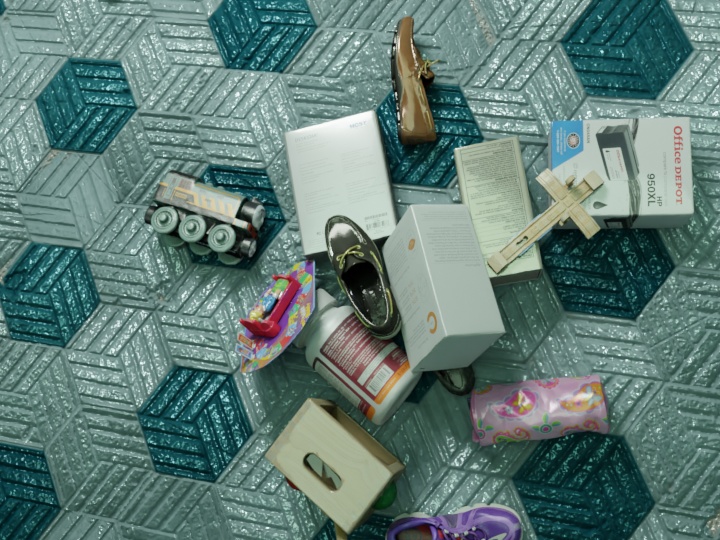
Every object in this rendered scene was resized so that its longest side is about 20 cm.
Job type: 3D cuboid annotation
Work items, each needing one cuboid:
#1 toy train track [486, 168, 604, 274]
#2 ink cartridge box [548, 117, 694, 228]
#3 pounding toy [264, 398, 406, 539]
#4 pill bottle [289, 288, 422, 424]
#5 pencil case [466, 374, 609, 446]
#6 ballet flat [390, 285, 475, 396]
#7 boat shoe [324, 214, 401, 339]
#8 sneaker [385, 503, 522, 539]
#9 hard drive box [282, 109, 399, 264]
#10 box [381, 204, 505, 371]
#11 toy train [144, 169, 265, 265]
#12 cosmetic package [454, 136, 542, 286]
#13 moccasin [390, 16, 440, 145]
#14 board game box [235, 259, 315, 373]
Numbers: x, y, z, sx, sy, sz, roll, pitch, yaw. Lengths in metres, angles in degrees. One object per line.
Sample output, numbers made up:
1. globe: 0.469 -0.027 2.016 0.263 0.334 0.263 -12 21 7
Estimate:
1. toy train track: 0.259 -0.070 1.105 0.199 0.033 0.115 -40 76 1
2. ink cartridge box: 0.377 -0.141 1.157 0.196 0.084 0.148 0 81 10
3. pounding toy: -0.029 0.300 1.107 0.199 0.184 0.143 39 89 14
4. pill bottle: -0.013 0.124 1.173 0.199 0.110 0.110 40 89 14
5. pencil case: 0.252 0.201 1.126 0.196 0.087 0.089 -9 78 10
6. ballet flat: 0.109 0.096 1.182 0.066 0.057 0.201 -36 76 1
7. boat shoe: 0.000 0.000 1.135 0.071 0.061 0.204 -28 72 4
8. sneaker: 0.132 0.380 1.115 0.196 0.083 0.082 -10 79 8
9. hard drive box: -0.026 -0.129 1.237 0.153 0.077 0.204 -12 79 8
10. box: 0.113 0.024 1.124 0.096 0.125 0.203 -2 63 -22
11. toy train: -0.250 -0.087 1.274 0.196 0.085 0.116 17 74 13
12. cosmetic package: 0.204 -0.084 1.179 0.101 0.087 0.204 -8 78 8
13. moccasin: 0.088 -0.302 1.248 0.076 0.074 0.206 -6 76 0
14. board game box: -0.135 0.054 1.174 0.157 0.201 0.039 -39 118 21
